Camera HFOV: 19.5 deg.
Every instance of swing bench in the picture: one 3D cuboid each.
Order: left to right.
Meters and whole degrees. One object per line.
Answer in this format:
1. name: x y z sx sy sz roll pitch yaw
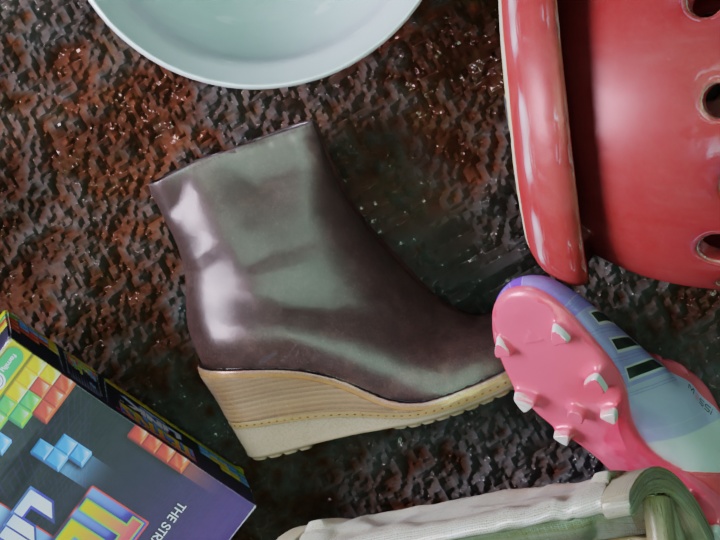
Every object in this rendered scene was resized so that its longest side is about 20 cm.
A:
1. swing bench: 0.083 0.204 1.072 0.198 0.130 0.201 -12 93 25

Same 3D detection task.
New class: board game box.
1. board game box: -0.181 0.150 1.113 0.165 0.057 0.200 36 96 -18

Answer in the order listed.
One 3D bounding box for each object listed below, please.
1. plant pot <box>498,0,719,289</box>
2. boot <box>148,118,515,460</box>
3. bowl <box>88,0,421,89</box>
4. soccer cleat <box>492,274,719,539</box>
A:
1. plant pot: 0.165 -0.083 1.035 0.182 0.200 0.201 -7 96 7
2. boot: 0.000 0.000 1.106 0.199 0.072 0.167 -16 98 6
3. bowl: -0.052 -0.194 1.078 0.200 0.090 0.202 0 97 1
4. soccer cleat: 0.138 0.063 1.086 0.067 0.077 0.200 -16 126 43
